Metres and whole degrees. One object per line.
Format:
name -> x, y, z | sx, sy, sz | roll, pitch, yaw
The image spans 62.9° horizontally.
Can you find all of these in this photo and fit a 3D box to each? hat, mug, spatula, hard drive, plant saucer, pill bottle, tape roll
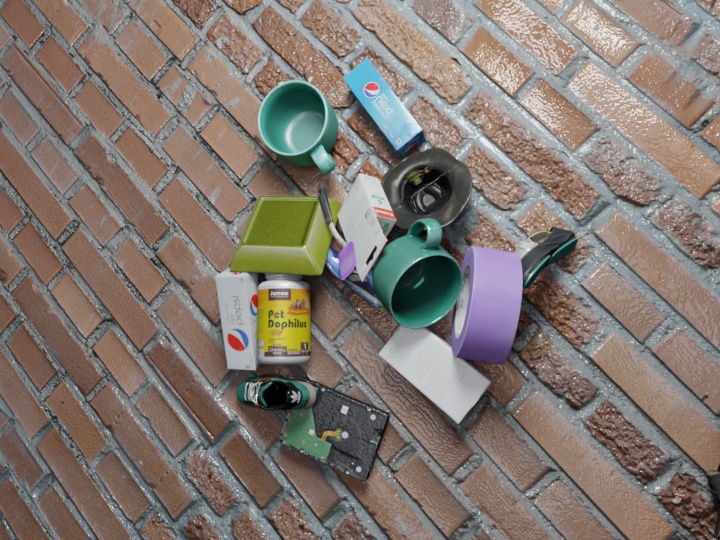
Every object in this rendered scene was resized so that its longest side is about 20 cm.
hat -> 0.134, -0.140, 1.163 | 0.198, 0.081, 0.203 | -12, 56, 18
mug -> -0.122, -0.282, 1.223 | 0.150, 0.114, 0.188 | -4, 83, 13
spatula -> -0.049, -0.080, 1.160 | 0.056, 0.020, 0.202 | -42, 61, 42
hard drive -> -0.054, 0.316, 1.186 | 0.197, 0.038, 0.142 | 19, 88, 14
plant saucer -> -0.155, -0.086, 1.198 | 0.197, 0.048, 0.202 | 2, 50, 14
pill bottle -> -0.155, 0.087, 1.200 | 0.108, 0.109, 0.203 | -3, 83, 13
tape roll -> 0.222, 0.062, 1.055 | 0.084, 0.200, 0.203 | 9, 86, 1
mug -> 0.106, 0.000, 1.089 | 0.186, 0.151, 0.115 | -52, 36, 9

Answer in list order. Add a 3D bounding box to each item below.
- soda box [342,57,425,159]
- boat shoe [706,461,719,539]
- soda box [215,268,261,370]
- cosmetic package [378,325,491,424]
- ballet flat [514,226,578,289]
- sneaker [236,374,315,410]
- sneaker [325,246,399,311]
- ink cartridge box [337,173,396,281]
soda box -> 0.050, -0.334, 1.219 | 0.068, 0.064, 0.201 | -36, 77, 7
boat shoe -> 0.624, 0.356, 1.002 | 0.064, 0.073, 0.203 | 14, 84, 26
soda box -> -0.243, 0.100, 1.211 | 0.067, 0.064, 0.203 | 0, 105, 15
cosmetic package -> 0.144, 0.186, 1.134 | 0.199, 0.071, 0.102 | 40, 94, 15
ballet flat -> 0.322, -0.030, 1.073 | 0.073, 0.199, 0.074 | 27, 132, 35
sneaker -> -0.188, 0.244, 1.184 | 0.198, 0.080, 0.073 | -6, 75, 34
sneaker -> 0.000, 0.000, 1.192 | 0.199, 0.074, 0.083 | 36, 94, 6
ink cartridge box -> 0.018, -0.082, 1.136 | 0.110, 0.050, 0.201 | -59, 36, 34
